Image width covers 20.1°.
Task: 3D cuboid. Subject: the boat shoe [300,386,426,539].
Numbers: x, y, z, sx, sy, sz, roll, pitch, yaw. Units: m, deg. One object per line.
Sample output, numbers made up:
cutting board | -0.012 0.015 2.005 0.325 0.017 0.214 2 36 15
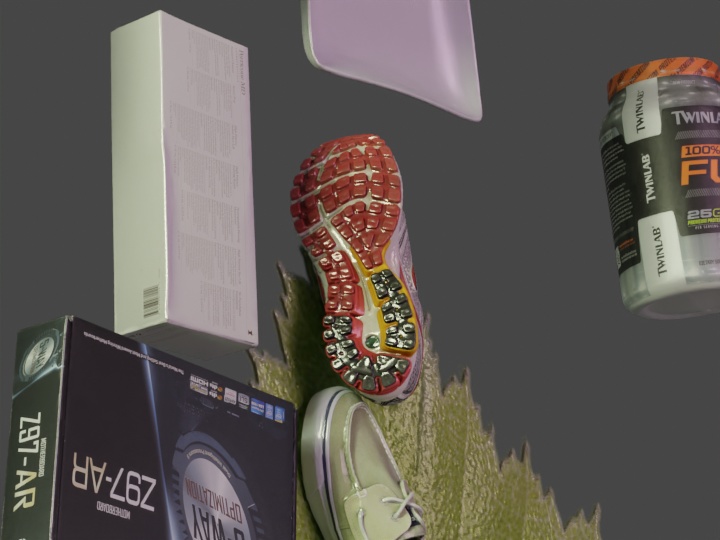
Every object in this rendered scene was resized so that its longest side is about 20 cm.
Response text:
boat shoe | 0.016 0.170 1.322 0.072 0.062 0.201 -5 79 -53

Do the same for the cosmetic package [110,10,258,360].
cosmetic package | -0.110 -0.051 1.257 0.082 0.051 0.201 18 63 -46

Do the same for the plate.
plate | 0.012 -0.218 1.499 0.200 0.032 0.200 13 67 -50

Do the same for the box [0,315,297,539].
box | -0.118 0.131 1.179 0.200 0.043 0.161 27 56 -45

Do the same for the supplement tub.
supplement tub | 0.266 -0.068 1.696 0.122 0.122 0.201 10 68 -50

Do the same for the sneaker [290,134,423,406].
sneaker | 0.000 0.000 1.377 0.082 0.078 0.200 64 19 -64
